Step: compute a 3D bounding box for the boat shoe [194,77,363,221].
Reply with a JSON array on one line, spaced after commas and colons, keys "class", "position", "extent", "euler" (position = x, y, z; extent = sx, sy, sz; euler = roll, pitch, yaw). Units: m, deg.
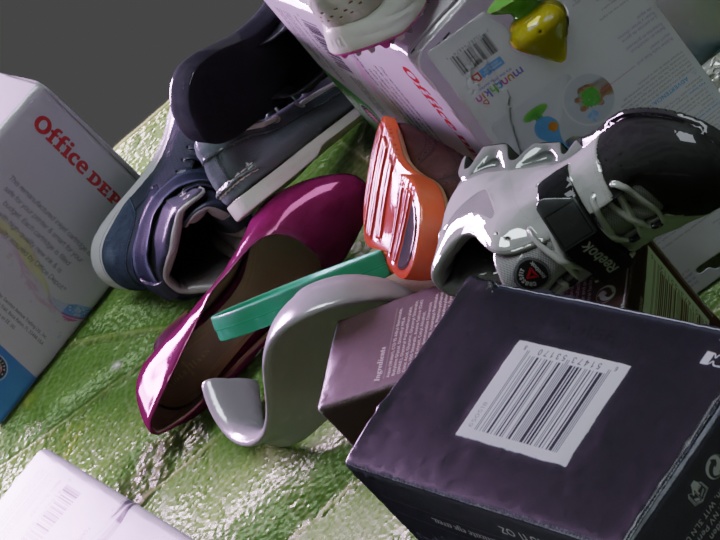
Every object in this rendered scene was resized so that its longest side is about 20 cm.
[{"class": "boat shoe", "position": [-0.034, -0.109, 1.674], "extent": [0.200, 0.062, 0.073], "euler": [-43, 3, -38]}]

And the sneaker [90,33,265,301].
[{"class": "sneaker", "position": [-0.093, -0.069, 1.716], "extent": [0.203, 0.077, 0.146], "euler": [-61, 24, -8]}]

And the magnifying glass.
[{"class": "magnifying glass", "position": [0.000, 0.000, 1.527], "extent": [0.199, 0.023, 0.080], "euler": [-20, 3, 20]}]

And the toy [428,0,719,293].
[{"class": "toy", "position": [0.140, -0.079, 1.389], "extent": [0.115, 0.200, 0.047], "euler": [-35, 18, 12]}]

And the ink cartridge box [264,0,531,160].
[{"class": "ink cartridge box", "position": [0.046, -0.132, 1.535], "extent": [0.084, 0.145, 0.200], "euler": [-47, 33, -8]}]

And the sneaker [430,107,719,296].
[{"class": "sneaker", "position": [0.113, -0.022, 1.282], "extent": [0.199, 0.074, 0.089], "euler": [-15, 41, 51]}]

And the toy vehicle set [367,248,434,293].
[{"class": "toy vehicle set", "position": [0.081, -0.034, 1.547], "extent": [0.200, 0.027, 0.124], "euler": [-50, 33, -10]}]

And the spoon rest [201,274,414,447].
[{"class": "spoon rest", "position": [-0.030, 0.057, 1.499], "extent": [0.200, 0.099, 0.061], "euler": [-40, 55, 53]}]

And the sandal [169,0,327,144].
[{"class": "sandal", "position": [-0.042, -0.142, 1.623], "extent": [0.043, 0.076, 0.200], "euler": [6, 40, 41]}]

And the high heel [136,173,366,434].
[{"class": "high heel", "position": [-0.065, 0.025, 1.602], "extent": [0.200, 0.067, 0.096], "euler": [-47, 19, 23]}]

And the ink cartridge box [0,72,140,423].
[{"class": "ink cartridge box", "position": [-0.255, -0.019, 1.787], "extent": [0.200, 0.145, 0.085], "euler": [-51, 32, -12]}]

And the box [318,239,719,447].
[{"class": "box", "position": [0.087, 0.053, 1.377], "extent": [0.199, 0.100, 0.075], "euler": [-21, 39, 30]}]

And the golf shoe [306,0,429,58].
[{"class": "golf shoe", "position": [0.012, -0.215, 1.450], "extent": [0.075, 0.092, 0.201], "euler": [-17, 38, 34]}]

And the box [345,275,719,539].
[{"class": "box", "position": [0.134, 0.119, 1.157], "extent": [0.196, 0.200, 0.118], "euler": [12, 61, 53]}]

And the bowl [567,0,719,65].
[{"class": "bowl", "position": [0.152, -0.174, 1.487], "extent": [0.091, 0.201, 0.201], "euler": [-59, 34, -1]}]

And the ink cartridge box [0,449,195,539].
[{"class": "ink cartridge box", "position": [-0.163, 0.207, 1.488], "extent": [0.145, 0.083, 0.200], "euler": [-51, 34, -12]}]

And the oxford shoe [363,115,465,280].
[{"class": "oxford shoe", "position": [0.045, -0.038, 1.466], "extent": [0.200, 0.072, 0.072], "euler": [-113, 31, -66]}]

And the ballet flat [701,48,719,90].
[{"class": "ballet flat", "position": [0.164, -0.049, 1.444], "extent": [0.200, 0.072, 0.072], "euler": [-42, 33, 6]}]
